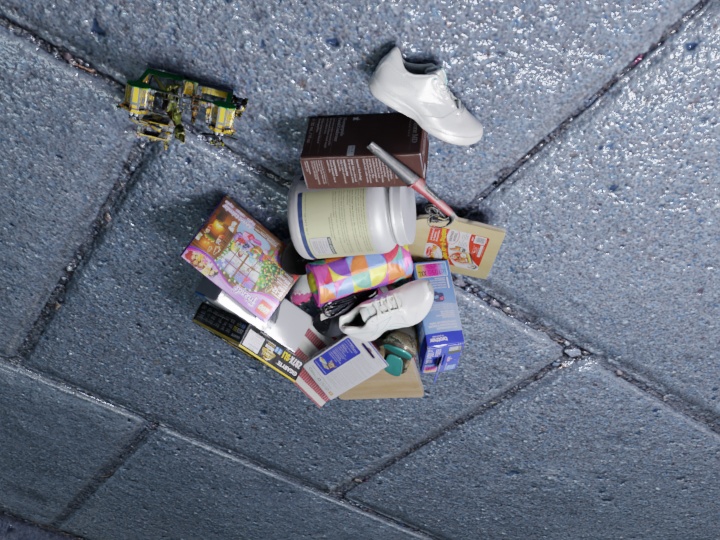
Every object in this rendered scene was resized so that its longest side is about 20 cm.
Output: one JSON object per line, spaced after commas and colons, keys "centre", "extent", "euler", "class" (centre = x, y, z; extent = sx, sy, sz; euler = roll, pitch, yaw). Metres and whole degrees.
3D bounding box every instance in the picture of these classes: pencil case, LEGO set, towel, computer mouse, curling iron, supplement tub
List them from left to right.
{"centre": [-0.281, -0.229, 1.295], "extent": [0.195, 0.154, 0.118], "euler": [8, 115, -16], "class": "LEGO set"}
{"centre": [-0.071, 0.176, 1.725], "extent": [0.144, 0.023, 0.200], "euler": [44, 113, -2], "class": "towel"}
{"centre": [-0.035, 0.087, 1.582], "extent": [0.137, 0.053, 0.200], "euler": [-25, 170, -24], "class": "computer mouse"}
{"centre": [-0.013, -0.099, 1.405], "extent": [0.195, 0.147, 0.146], "euler": [-4, 139, 16], "class": "supplement tub"}
{"centre": [0.000, 0.000, 1.471], "extent": [0.196, 0.089, 0.089], "euler": [-16, 144, -17], "class": "pencil case"}
{"centre": [0.079, -0.130, 1.285], "extent": [0.049, 0.026, 0.199], "euler": [-28, 126, 32], "class": "curling iron"}

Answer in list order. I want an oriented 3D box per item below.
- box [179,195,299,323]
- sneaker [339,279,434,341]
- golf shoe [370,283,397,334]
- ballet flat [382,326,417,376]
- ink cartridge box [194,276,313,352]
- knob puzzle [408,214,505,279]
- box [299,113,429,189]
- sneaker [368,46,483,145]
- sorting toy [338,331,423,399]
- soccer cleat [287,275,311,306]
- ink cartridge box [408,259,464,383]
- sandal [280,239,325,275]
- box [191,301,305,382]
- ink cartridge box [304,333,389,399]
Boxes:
{"centre": [-0.212, -0.019, 1.520], "extent": [0.199, 0.138, 0.039], "euler": [39, 171, -15], "class": "box"}
{"centre": [0.045, 0.075, 1.485], "extent": [0.198, 0.072, 0.080], "euler": [-31, 156, 30], "class": "sneaker"}
{"centre": [0.063, 0.082, 1.647], "extent": [0.196, 0.094, 0.073], "euler": [20, 143, -10], "class": "golf shoe"}
{"centre": [0.077, 0.142, 1.575], "extent": [0.067, 0.076, 0.201], "euler": [24, 160, 7], "class": "ballet flat"}
{"centre": [-0.210, 0.069, 1.637], "extent": [0.199, 0.085, 0.144], "euler": [37, 168, -26], "class": "ink cartridge box"}
{"centre": [0.152, -0.057, 1.505], "extent": [0.214, 0.031, 0.221], "euler": [11, 153, 6], "class": "knob puzzle"}
{"centre": [0.008, -0.191, 1.328], "extent": [0.195, 0.102, 0.076], "euler": [0, 140, 10], "class": "box"}
{"centre": [0.114, -0.264, 1.250], "extent": [0.197, 0.076, 0.089], "euler": [25, 126, -16], "class": "sneaker"}
{"centre": [0.027, 0.196, 1.807], "extent": [0.195, 0.071, 0.201], "euler": [-4, 139, 15], "class": "sorting toy"}
{"centre": [-0.090, -0.004, 1.606], "extent": [0.086, 0.070, 0.199], "euler": [46, 131, -11], "class": "soccer cleat"}
{"centre": [0.141, 0.102, 1.544], "extent": [0.074, 0.204, 0.137], "euler": [-8, 154, -5], "class": "ink cartridge box"}
{"centre": [-0.053, -0.043, 1.507], "extent": [0.195, 0.077, 0.045], "euler": [-14, -178, -3], "class": "sandal"}
{"centre": [-0.219, 0.138, 1.613], "extent": [0.159, 0.050, 0.198], "euler": [37, 168, -38], "class": "box"}
{"centre": [-0.027, 0.182, 1.652], "extent": [0.095, 0.037, 0.199], "euler": [50, 135, -5], "class": "ink cartridge box"}
